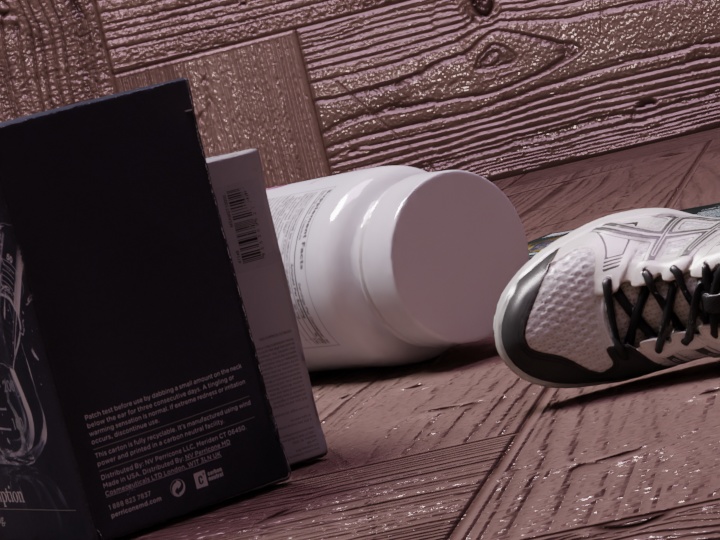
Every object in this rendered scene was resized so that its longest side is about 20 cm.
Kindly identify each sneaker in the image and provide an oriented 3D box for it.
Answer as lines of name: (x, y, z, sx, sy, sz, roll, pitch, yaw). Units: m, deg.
sneaker: (0.156, 0.005, 1.173, 0.200, 0.076, 0.088, -14, 4, 1)

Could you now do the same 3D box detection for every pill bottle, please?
pill bottle: (0.000, 0.000, 1.520, 0.113, 0.114, 0.200, -16, 5, -34)

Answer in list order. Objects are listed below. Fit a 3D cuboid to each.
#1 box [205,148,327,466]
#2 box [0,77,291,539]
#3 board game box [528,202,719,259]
box: (-0.090, 0.023, 1.277, 0.036, 0.145, 0.200, -15, 3, -27)
box: (-0.144, 0.022, 1.200, 0.104, 0.183, 0.200, -16, 4, -33)
board game box: (0.175, -0.014, 1.724, 0.200, 0.028, 0.135, -10, 6, 36)
